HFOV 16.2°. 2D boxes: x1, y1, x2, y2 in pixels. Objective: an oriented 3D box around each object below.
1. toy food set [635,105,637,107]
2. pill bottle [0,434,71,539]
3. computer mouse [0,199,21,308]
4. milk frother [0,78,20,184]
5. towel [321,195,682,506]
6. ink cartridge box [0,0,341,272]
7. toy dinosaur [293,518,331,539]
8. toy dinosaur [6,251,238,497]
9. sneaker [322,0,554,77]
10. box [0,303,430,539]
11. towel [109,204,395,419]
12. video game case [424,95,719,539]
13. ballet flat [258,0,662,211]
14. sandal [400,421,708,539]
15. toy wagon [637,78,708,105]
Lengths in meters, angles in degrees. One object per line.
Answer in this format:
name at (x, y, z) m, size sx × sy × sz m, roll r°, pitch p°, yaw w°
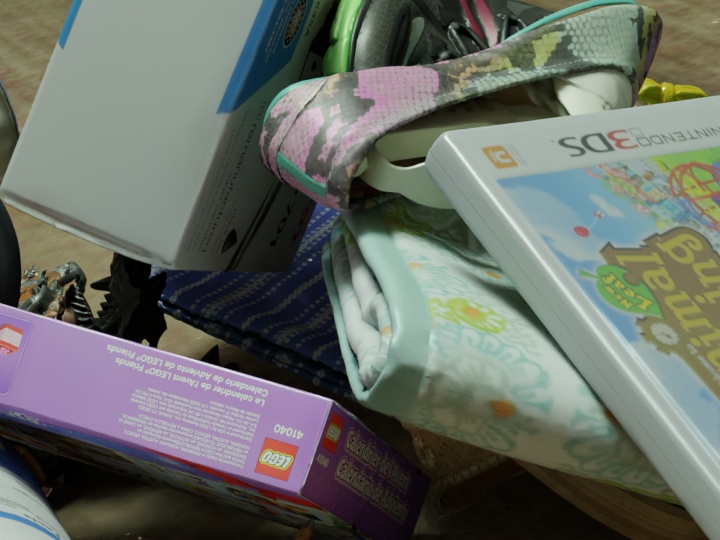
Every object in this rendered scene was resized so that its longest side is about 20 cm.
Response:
toy food set at (0.064, -0.049, 1.206) m, size 0.143 × 0.060 × 0.200 m, roll -1°, pitch 31°, yaw -19°
pill bottle at (-0.150, 0.130, 0.908) m, size 0.112 × 0.112 × 0.200 m, roll -18°, pitch 21°, yaw -12°
computer mouse at (-0.195, 0.052, 1.099) m, size 0.053 × 0.200 × 0.139 m, roll 26°, pitch 9°, yaw -13°
milk frother at (-0.316, -0.065, 1.353) m, size 0.188 × 0.181 × 0.200 m, roll -29°, pitch 65°, yaw -29°
towel at (0.074, 0.025, 0.978) m, size 0.171 × 0.048 × 0.200 m, roll 15°, pitch 19°, yaw -12°
ink cartridge box at (-0.063, -0.080, 1.085) m, size 0.086 × 0.147 × 0.200 m, roll 23°, pitch 5°, yaw 13°
toy dinosaur at (0.012, 0.130, 0.879) m, size 0.200 × 0.060 × 0.106 m, roll -27°, pitch 26°, yaw -33°
toy dinosaur at (-0.131, 0.064, 1.133) m, size 0.136 × 0.102 × 0.200 m, roll -23°, pitch 55°, yaw 16°
sneaker at (0.050, -0.091, 1.096) m, size 0.084 × 0.077 × 0.200 m, roll 14°, pitch 16°, yaw 30°
box at (-0.085, 0.056, 0.977) m, size 0.200 × 0.039 × 0.137 m, roll 15°, pitch -11°, yaw 20°
towel at (0.000, 0.000, 1.188) m, size 0.200 × 0.024 × 0.145 m, roll 22°, pitch 44°, yaw 32°
video game case at (0.146, 0.012, 0.943) m, size 0.182 × 0.022 × 0.200 m, roll -10°, pitch 52°, yaw -38°
ballet flat at (0.055, -0.057, 1.012) m, size 0.200 × 0.069 × 0.071 m, roll -15°, pitch 50°, yaw -32°
sandal at (0.052, 0.072, 1.006) m, size 0.078 × 0.070 × 0.212 m, roll -1°, pitch 27°, yaw -46°
toy wagon at (0.167, -0.034, 1.101) m, size 0.155 × 0.040 × 0.200 m, roll 8°, pitch 20°, yaw -20°
